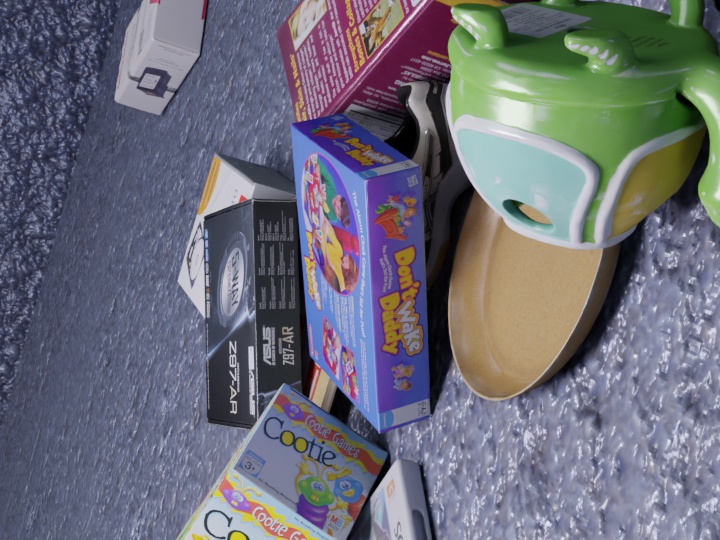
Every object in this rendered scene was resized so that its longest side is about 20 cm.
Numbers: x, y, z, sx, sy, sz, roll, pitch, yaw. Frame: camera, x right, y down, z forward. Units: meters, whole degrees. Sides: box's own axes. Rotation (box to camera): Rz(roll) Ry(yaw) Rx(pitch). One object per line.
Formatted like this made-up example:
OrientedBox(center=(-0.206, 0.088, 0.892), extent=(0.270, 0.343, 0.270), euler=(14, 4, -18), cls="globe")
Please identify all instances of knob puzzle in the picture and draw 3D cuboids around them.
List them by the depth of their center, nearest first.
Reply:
OrientedBox(center=(-0.055, 0.107, 1.225), extent=(0.219, 0.030, 0.222), euler=(-166, 90, -69), cls="knob puzzle")

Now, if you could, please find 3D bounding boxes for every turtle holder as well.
OrientedBox(center=(0.137, -0.085, 0.732), extent=(0.141, 0.183, 0.133), euler=(-62, -26, -60), cls="turtle holder")

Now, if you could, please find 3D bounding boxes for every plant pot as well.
OrientedBox(center=(0.117, -0.011, 0.877), extent=(0.200, 0.027, 0.203), euler=(-166, 90, -69), cls="plant pot")

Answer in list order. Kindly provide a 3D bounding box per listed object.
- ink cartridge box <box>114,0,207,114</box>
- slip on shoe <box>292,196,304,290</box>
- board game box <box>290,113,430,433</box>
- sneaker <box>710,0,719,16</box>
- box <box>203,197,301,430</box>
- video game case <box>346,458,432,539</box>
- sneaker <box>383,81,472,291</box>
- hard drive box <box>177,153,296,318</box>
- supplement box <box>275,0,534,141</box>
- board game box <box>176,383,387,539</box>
OrientedBox(center=(-0.319, -0.365, 2.131), extent=(0.200, 0.083, 0.146), euler=(-41, 40, 54), cls="ink cartridge box")
OrientedBox(center=(-0.031, -0.036, 1.212), extent=(0.200, 0.073, 0.062), euler=(-52, 45, 45), cls="slip on shoe")
OrientedBox(center=(0.000, 0.000, 0.997), extent=(0.134, 0.044, 0.202), euler=(-138, 39, -55), cls="board game box")
OrientedBox(center=(0.202, -0.139, 0.668), extent=(0.201, 0.082, 0.071), euler=(-100, 33, -48), cls="sneaker")
OrientedBox(center=(-0.101, 0.042, 1.218), extent=(0.160, 0.043, 0.203), euler=(173, 97, -67), cls="box")
OrientedBox(center=(0.004, 0.271, 0.978), extent=(0.183, 0.023, 0.201), euler=(-100, 32, -48), cls="video game case")
OrientedBox(center=(0.031, -0.057, 1.040), extent=(0.076, 0.087, 0.202), euler=(-122, 49, -60), cls="sneaker")
OrientedBox(center=(-0.123, -0.028, 1.424), extent=(0.200, 0.076, 0.158), euler=(-145, 71, -67), cls="hard drive box")
OrientedBox(center=(0.032, -0.191, 1.049), extent=(0.200, 0.102, 0.132), euler=(-43, 47, 39), cls="supplement box")
OrientedBox(center=(-0.078, 0.206, 1.073), extent=(0.201, 0.104, 0.103), euler=(-56, 1, 41), cls="board game box")
